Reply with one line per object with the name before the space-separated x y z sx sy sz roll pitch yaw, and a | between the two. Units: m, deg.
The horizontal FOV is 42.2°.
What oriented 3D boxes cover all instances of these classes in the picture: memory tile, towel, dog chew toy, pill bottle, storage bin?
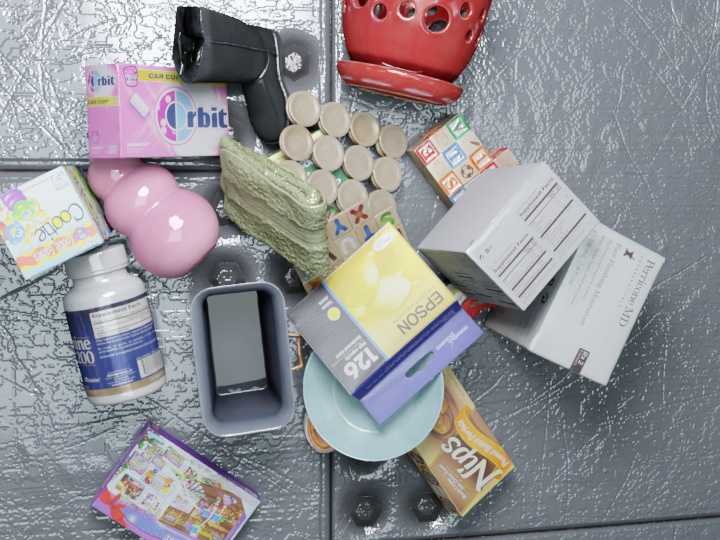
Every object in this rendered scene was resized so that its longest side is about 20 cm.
memory tile | -0.026 -0.156 1.301 0.199 0.017 0.154 15 78 -29
towel | -0.117 -0.082 1.238 0.036 0.199 0.149 -38 145 -31
dog chew toy | -0.285 -0.086 1.253 0.125 0.125 0.200 -44 95 -4
pill bottle | -0.337 0.071 1.261 0.110 0.111 0.202 -13 99 -10
storage bin | -0.158 0.108 1.290 0.144 0.134 0.202 -7 99 -11

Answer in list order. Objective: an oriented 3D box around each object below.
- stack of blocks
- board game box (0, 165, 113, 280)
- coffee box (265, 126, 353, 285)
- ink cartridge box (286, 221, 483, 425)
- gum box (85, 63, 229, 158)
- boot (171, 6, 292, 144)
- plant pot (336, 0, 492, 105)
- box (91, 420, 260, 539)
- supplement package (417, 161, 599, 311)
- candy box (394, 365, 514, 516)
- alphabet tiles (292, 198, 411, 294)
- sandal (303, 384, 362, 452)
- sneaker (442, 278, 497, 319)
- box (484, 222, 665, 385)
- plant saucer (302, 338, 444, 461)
stack of blocks | 0.173 -0.133 1.368 0.115 0.059 0.200 -40 102 -5
board game box | -0.390 -0.067 1.188 0.104 0.200 0.104 -27 101 -8
coffee box | -0.056 -0.092 1.332 0.122 0.044 0.201 -28 101 -9
ink cartridge box | 0.032 0.073 1.284 0.197 0.047 0.200 -42 78 1
gum box | -0.256 -0.205 1.218 0.199 0.066 0.114 -11 102 -53
boot | -0.164 -0.249 1.214 0.065 0.200 0.166 -9 92 21
plant pot | 0.067 -0.325 1.253 0.199 0.200 0.184 11 97 -13
box | -0.264 0.330 1.343 0.200 0.039 0.137 37 88 -13
supplement package | 0.190 -0.048 1.244 0.111 0.200 0.156 43 83 -13
candy box | 0.130 0.251 1.395 0.115 0.055 0.201 -38 103 -19
alphabet tiles | 0.000 0.000 1.335 0.166 0.006 0.201 -31 125 -7
sandal | -0.004 0.181 1.368 0.079 0.059 0.207 42 87 -13
sneaker | 0.123 0.073 1.374 0.199 0.077 0.085 -31 114 -9
box | 0.301 0.033 1.342 0.130 0.200 0.200 24 91 -13
plant saucer | 0.020 0.165 1.317 0.199 0.039 0.203 -1 85 9
